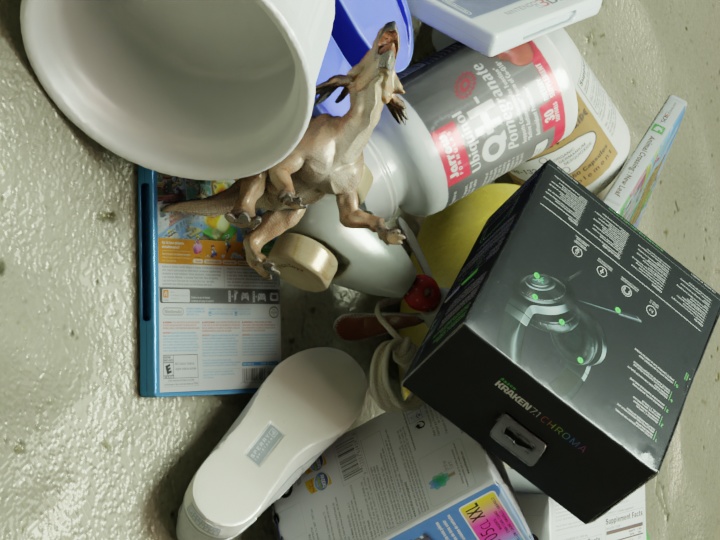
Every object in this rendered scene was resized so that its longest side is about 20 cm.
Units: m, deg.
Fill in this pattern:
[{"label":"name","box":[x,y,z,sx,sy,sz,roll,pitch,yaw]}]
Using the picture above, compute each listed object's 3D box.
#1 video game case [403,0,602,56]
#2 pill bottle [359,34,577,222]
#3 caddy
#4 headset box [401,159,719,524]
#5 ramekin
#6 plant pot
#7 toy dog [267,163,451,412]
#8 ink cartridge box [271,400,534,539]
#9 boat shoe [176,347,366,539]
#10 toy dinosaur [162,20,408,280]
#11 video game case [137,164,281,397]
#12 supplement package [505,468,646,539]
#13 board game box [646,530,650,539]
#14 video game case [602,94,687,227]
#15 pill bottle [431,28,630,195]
[{"label":"video game case","box":[0.069,-0.238,1.481,0.182,0.199,0.023,-27,142,-52]},{"label":"pill bottle","box":[0.064,-0.112,1.475,0.199,0.110,0.112,-30,115,-18]},{"label":"caddy","box":[-0.052,-0.189,1.373,0.142,0.104,0.201,-56,131,-30]},{"label":"headset box","box":[0.146,0.054,1.335,0.173,0.093,0.201,36,47,-7]},{"label":"ramekin","box":[-0.112,-0.164,1.218,0.201,0.199,0.098,57,38,-34]},{"label":"plant pot","box":[0.115,0.015,1.544,0.199,0.199,0.143,26,43,-50]},{"label":"toy dog","box":[0.000,0.000,1.386,0.132,0.096,0.201,-43,113,-26]},{"label":"ink cartridge box","box":[0.012,0.182,1.366,0.077,0.198,0.137,59,7,-32]},{"label":"boat shoe","box":[-0.066,0.133,1.366,0.072,0.069,0.200,38,48,-2]},{"label":"toy dinosaur","box":[-0.037,-0.080,1.289,0.086,0.198,0.137,40,44,-42]},{"label":"video game case","box":[-0.108,-0.011,1.357,0.142,0.018,0.203,3,86,-53]},{"label":"supplement package","box":[0.104,0.218,1.479,0.155,0.198,0.112,-1,89,-54]},{"label":"board game box","box":[0.199,0.252,1.730,0.165,0.056,0.202,-46,124,-43]},{"label":"video game case","box":[0.237,-0.039,1.736,0.182,0.022,0.201,-53,164,-42]},{"label":"pill bottle","box":[0.147,-0.156,1.638,0.200,0.113,0.115,49,51,-40]}]
